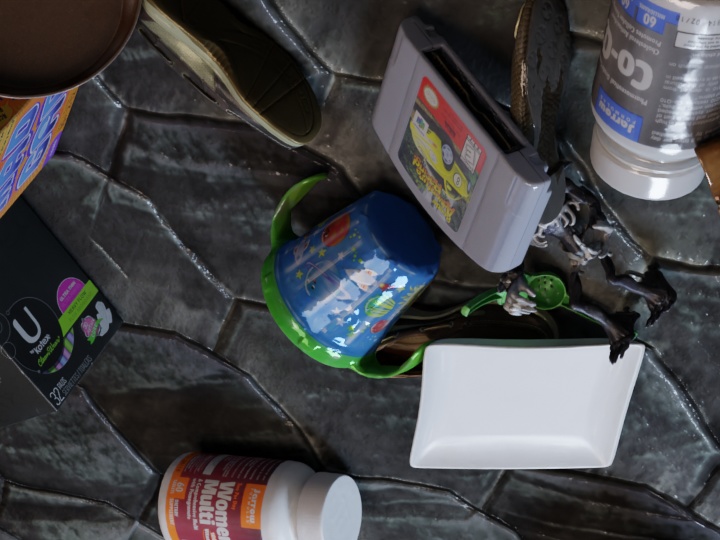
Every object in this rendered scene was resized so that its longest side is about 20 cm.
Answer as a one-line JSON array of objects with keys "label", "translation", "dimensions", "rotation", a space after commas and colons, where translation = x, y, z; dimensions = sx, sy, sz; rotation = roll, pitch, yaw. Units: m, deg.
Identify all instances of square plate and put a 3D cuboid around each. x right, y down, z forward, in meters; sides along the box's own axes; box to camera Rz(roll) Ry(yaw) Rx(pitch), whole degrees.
[{"label": "square plate", "translation": [0.151, 0.121, 1.781], "dimensions": [0.199, 0.029, 0.198], "rotation": [0, 141, -4]}]

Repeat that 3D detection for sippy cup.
[{"label": "sippy cup", "translation": [0.000, 0.000, 1.744], "dimensions": [0.178, 0.140, 0.130], "rotation": [37, 126, -19]}]

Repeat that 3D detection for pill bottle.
[{"label": "pill bottle", "translation": [-0.107, 0.255, 2.037], "dimensions": [0.199, 0.110, 0.110], "rotation": [2, 129, 28]}, {"label": "pill bottle", "translation": [0.240, -0.159, 1.472], "dimensions": [0.114, 0.114, 0.200], "rotation": [19, 135, 13]}]

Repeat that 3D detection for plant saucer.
[{"label": "plant saucer", "translation": [-0.289, -0.239, 1.654], "dimensions": [0.200, 0.201, 0.034], "rotation": [28, 166, 3]}]

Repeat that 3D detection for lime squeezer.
[{"label": "lime squeezer", "translation": [0.154, 0.029, 1.703], "dimensions": [0.200, 0.071, 0.038], "rotation": [9, 138, -35]}]

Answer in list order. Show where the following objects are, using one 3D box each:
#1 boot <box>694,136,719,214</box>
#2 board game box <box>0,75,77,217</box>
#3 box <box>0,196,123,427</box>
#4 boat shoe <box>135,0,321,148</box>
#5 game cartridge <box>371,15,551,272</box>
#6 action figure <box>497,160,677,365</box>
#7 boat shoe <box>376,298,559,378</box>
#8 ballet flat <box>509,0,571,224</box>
[{"label": "boot", "translation": [0.379, -0.056, 1.456], "dimensions": [0.200, 0.069, 0.188], "rotation": [-29, 114, 9]}, {"label": "board game box", "translation": [-0.391, -0.163, 1.752], "dimensions": [0.200, 0.200, 0.200], "rotation": [31, 137, 0]}, {"label": "box", "translation": [-0.374, 0.038, 1.960], "dimensions": [0.124, 0.149, 0.200], "rotation": [-19, 117, 40]}, {"label": "boat shoe", "translation": [-0.121, -0.181, 1.688], "dimensions": [0.201, 0.072, 0.066], "rotation": [43, 144, -9]}, {"label": "game cartridge", "translation": [0.080, -0.100, 1.595], "dimensions": [0.200, 0.041, 0.133], "rotation": [54, 152, 27]}, {"label": "action figure", "translation": [0.178, -0.015, 1.645], "dimensions": [0.200, 0.102, 0.119], "rotation": [41, 121, -10]}, {"label": "boat shoe", "translation": [0.088, 0.075, 1.793], "dimensions": [0.202, 0.075, 0.075], "rotation": [-6, 125, 32]}, {"label": "ballet flat", "translation": [0.140, -0.134, 1.566], "dimensions": [0.046, 0.067, 0.201], "rotation": [19, 123, 39]}]
